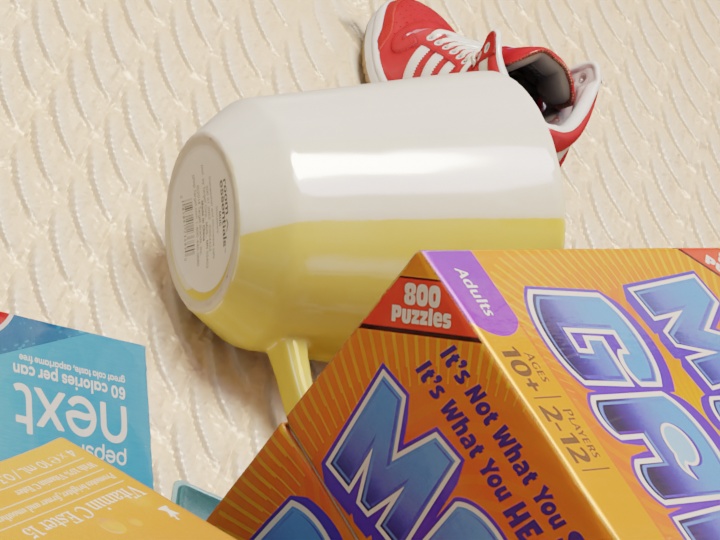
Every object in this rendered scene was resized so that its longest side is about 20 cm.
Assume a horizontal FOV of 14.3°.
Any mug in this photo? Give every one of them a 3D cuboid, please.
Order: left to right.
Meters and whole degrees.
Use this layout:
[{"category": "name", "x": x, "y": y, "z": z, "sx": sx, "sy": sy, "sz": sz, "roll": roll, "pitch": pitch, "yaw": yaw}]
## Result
[{"category": "mug", "x": 0.001, "y": -0.010, "z": 1.326, "sx": 0.152, "sy": 0.150, "sz": 0.187, "roll": 1, "pitch": 37, "yaw": -28}]

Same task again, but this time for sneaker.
[{"category": "sneaker", "x": 0.064, "y": -0.105, "z": 1.521, "sx": 0.071, "sy": 0.113, "sz": 0.201, "roll": 13, "pitch": 38, "yaw": -28}]

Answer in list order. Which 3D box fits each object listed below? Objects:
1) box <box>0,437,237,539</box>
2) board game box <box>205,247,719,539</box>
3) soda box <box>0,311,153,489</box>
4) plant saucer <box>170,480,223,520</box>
[{"category": "box", "x": -0.074, "y": 0.156, "z": 1.021, "sx": 0.199, "sy": 0.098, "sz": 0.124, "roll": 28, "pitch": 18, "yaw": 18}, {"category": "board game box", "x": 0.085, "y": 0.130, "z": 1.135, "sx": 0.199, "sy": 0.200, "sz": 0.200, "roll": -1, "pitch": 48, "yaw": -46}, {"category": "soda box", "x": -0.174, "y": 0.050, "z": 1.111, "sx": 0.199, "sy": 0.064, "sz": 0.068, "roll": 16, "pitch": 63, "yaw": -45}, {"category": "plant saucer", "x": -0.057, "y": 0.166, "z": 1.156, "sx": 0.070, "sy": 0.019, "sz": 0.200, "roll": 24, "pitch": 33, "yaw": -13}]
